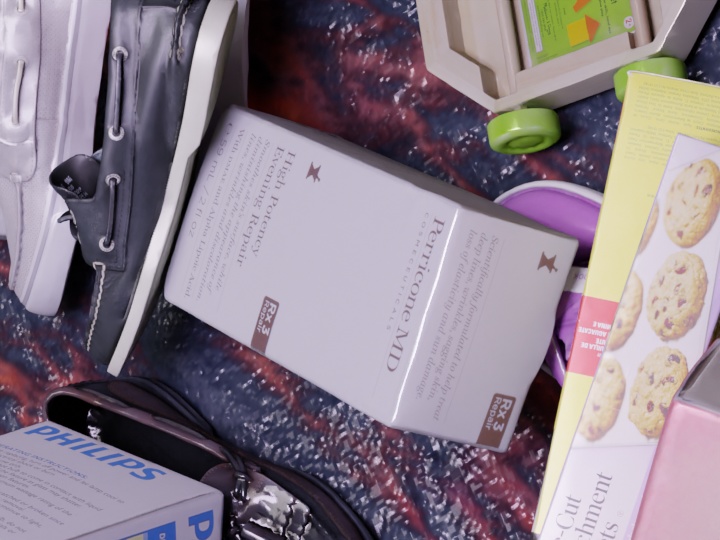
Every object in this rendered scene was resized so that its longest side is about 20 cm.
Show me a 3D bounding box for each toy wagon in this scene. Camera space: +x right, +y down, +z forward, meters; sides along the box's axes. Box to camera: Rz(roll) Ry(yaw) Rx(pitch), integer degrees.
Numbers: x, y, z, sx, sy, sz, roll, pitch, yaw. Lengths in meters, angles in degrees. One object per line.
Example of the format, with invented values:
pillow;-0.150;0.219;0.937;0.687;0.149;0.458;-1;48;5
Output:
toy wagon;0.109;-0.145;1.250;0.199;0.040;0.156;-19;71;34

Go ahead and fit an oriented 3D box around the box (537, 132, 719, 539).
box;0.109;0.048;1.086;0.041;0.039;0.201;19;86;13

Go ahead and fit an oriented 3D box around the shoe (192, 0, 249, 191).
shoe;-0.088;-0.105;1.387;0.091;0.071;0.201;-99;15;-65

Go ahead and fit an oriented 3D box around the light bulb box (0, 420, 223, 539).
light bulb box;-0.177;0.195;1.283;0.125;0.200;0.199;18;113;39

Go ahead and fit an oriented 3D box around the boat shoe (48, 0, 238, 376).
boat shoe;-0.112;-0.044;1.323;0.066;0.075;0.200;17;123;0

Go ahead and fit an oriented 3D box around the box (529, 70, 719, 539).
box;0.112;0.025;1.145;0.050;0.075;0.201;12;86;9

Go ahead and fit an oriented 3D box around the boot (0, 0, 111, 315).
boot;-0.180;-0.080;1.409;0.074;0.095;0.201;-131;49;-76

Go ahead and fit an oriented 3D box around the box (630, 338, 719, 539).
box;0.155;0.144;1.032;0.127;0.109;0.201;17;105;13

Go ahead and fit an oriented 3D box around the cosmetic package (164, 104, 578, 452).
cosmetic package;0.000;0.000;1.262;0.200;0.074;0.102;24;98;55

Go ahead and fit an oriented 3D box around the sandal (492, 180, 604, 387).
sandal;0.112;0.032;1.208;0.083;0.050;0.203;-52;57;19

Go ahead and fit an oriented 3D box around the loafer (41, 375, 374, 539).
loafer;-0.076;0.110;1.337;0.200;0.063;0.072;32;101;38

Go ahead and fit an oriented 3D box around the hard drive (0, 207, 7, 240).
hard drive;-0.254;-0.092;1.432;0.026;0.199;0.133;-11;74;63
